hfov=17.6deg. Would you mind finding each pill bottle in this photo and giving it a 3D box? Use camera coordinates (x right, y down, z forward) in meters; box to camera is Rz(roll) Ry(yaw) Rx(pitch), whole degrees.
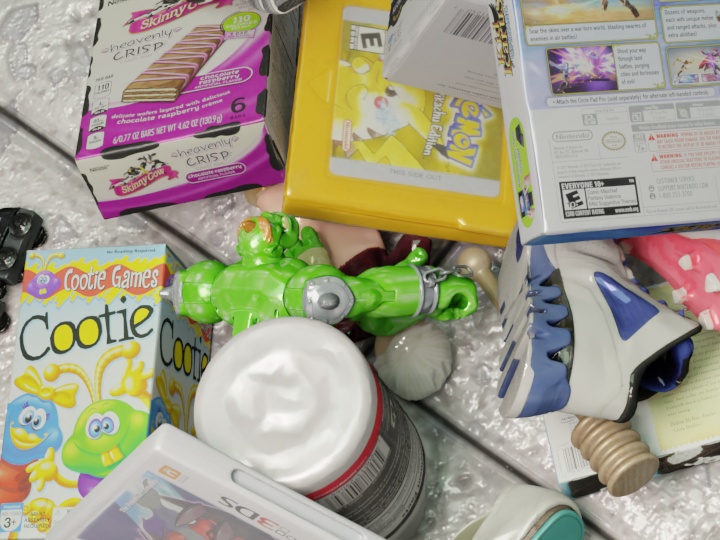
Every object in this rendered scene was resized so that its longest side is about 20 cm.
[{"bbox_3d":[-0.021,0.113,1.431,0.110,0.200,0.111,-6,65,13],"label":"pill bottle"}]

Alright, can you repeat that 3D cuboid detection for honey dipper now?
[{"bbox_3d":[0.119,0.058,1.469,0.038,0.038,0.200,-35,56,0],"label":"honey dipper"}]

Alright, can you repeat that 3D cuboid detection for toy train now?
[{"bbox_3d":[-0.278,0.045,1.633,0.046,0.034,0.200,13,71,25],"label":"toy train"}]

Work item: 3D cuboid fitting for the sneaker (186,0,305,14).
[{"bbox_3d":[-0.049,-0.228,1.558,0.115,0.075,0.200,-28,21,-23],"label":"sneaker"}]

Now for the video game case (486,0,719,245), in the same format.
[{"bbox_3d":[0.182,-0.114,1.408,0.200,0.045,0.182,-5,82,-18],"label":"video game case"}]

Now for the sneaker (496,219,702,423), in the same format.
[{"bbox_3d":[0.148,0.025,1.439,0.115,0.081,0.200,16,46,-9],"label":"sneaker"}]

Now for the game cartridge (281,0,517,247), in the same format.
[{"bbox_3d":[0.054,-0.105,1.556,0.199,0.032,0.177,7,65,-5],"label":"game cartridge"}]

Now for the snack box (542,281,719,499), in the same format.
[{"bbox_3d":[0.211,0.063,1.475,0.200,0.037,0.116,-16,63,10],"label":"snack box"}]

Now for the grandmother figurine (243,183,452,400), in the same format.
[{"bbox_3d":[0.000,0.000,1.560,0.121,0.061,0.200,-43,63,22],"label":"grandmother figurine"}]

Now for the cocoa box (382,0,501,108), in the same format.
[{"bbox_3d":[0.132,-0.184,1.509,0.200,0.133,0.132,13,66,-14],"label":"cocoa box"}]

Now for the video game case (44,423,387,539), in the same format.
[{"bbox_3d":[-0.078,0.173,1.388,0.182,0.200,0.023,29,56,-13],"label":"video game case"}]

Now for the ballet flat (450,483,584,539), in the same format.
[{"bbox_3d":[0.058,0.212,1.449,0.069,0.069,0.200,36,77,27],"label":"ballet flat"}]

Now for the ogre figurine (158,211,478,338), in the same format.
[{"bbox_3d":[-0.035,0.015,1.470,0.200,0.120,0.098,25,107,35],"label":"ogre figurine"}]

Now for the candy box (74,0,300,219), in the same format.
[{"bbox_3d":[-0.116,-0.134,1.611,0.136,0.061,0.200,-12,42,11],"label":"candy box"}]

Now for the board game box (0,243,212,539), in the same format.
[{"bbox_3d":[-0.168,0.095,1.538,0.105,0.103,0.200,-3,66,15],"label":"board game box"}]

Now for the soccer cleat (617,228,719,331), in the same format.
[{"bbox_3d":[0.205,-0.032,1.479,0.076,0.067,0.200,-10,39,-25],"label":"soccer cleat"}]
